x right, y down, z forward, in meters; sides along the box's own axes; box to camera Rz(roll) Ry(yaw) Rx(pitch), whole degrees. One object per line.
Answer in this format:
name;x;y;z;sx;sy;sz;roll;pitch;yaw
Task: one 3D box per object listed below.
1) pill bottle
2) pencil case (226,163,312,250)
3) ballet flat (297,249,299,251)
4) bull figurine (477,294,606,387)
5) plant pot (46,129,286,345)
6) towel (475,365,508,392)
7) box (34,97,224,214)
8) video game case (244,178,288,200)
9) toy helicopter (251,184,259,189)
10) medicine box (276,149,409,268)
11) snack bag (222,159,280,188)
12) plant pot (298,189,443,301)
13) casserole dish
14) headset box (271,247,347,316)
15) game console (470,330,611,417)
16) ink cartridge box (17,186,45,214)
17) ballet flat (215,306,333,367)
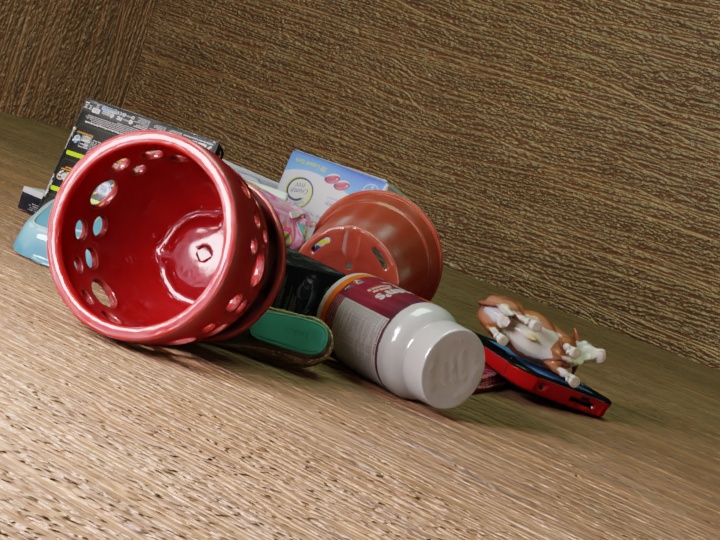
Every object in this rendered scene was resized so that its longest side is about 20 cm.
pill bottle;0.044;0.079;1.516;0.109;0.110;0.200;14;6;-38
pencil case;-0.145;-0.079;1.790;0.087;0.088;0.200;22;-3;32
ballet flat;-0.130;-0.045;1.956;0.068;0.076;0.199;17;2;40
bull figurine;0.246;0.096;1.807;0.199;0.065;0.121;25;7;-13
plant pot;-0.182;-0.022;1.331;0.199;0.202;0.182;20;-2;17
towel;0.116;0.124;1.799;0.144;0.023;0.200;20;5;19
box;-0.307;-0.109;1.784;0.199;0.194;0.048;18;-11;9
video game case;-0.222;-0.079;2.016;0.199;0.182;0.023;19;46;-3
toy helicopter;-0.189;-0.030;1.532;0.132;0.200;0.079;40;-20;41
medicine box;-0.050;-0.060;2.115;0.181;0.201;0.103;21;-4;26
snack bag;-0.219;-0.095;2.185;0.199;0.188;0.022;19;42;-43
plant pot;0.000;0.000;1.856;0.199;0.202;0.195;19;14;9
casserole dish;-0.348;-0.048;1.650;0.120;0.039;0.200;16;16;-1
headset box;-0.139;0.012;1.659;0.199;0.093;0.174;13;8;-46
game console;0.236;0.135;1.860;0.199;0.031;0.177;23;11;-36
ink cartridge box;-0.416;-0.087;2.037;0.099;0.039;0.200;21;7;25
ballet flat;-0.126;0.061;1.455;0.199;0.071;0.065;22;-22;6
